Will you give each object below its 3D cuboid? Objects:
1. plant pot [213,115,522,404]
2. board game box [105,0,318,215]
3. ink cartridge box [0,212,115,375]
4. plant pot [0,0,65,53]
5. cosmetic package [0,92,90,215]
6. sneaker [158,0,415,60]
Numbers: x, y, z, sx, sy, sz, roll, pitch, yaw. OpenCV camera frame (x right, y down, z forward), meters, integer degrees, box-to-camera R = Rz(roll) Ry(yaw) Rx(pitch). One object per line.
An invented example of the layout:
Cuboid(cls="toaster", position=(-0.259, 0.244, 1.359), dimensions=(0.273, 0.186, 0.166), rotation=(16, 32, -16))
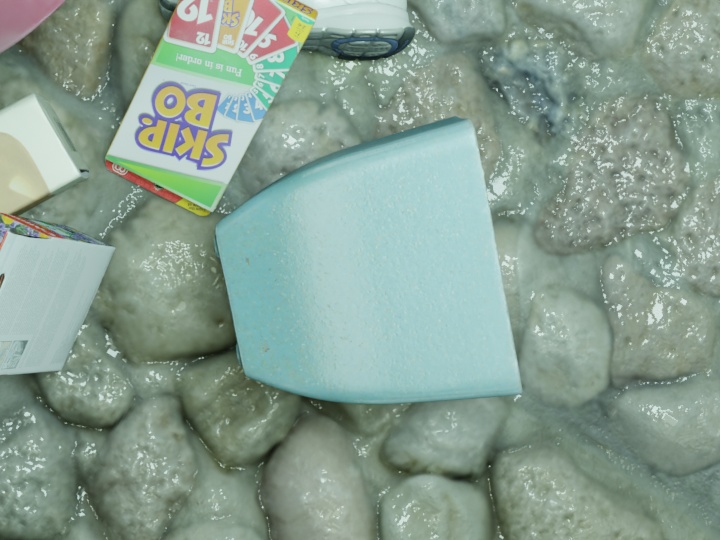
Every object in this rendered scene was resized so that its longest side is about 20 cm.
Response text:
Cuboid(cls="plant pot", position=(0.000, 0.000, 0.999), dimensions=(0.200, 0.196, 0.196), rotation=(-11, 97, 3))
Cuboid(cls="board game box", position=(-0.119, -0.133, 1.003), dimensions=(0.095, 0.030, 0.200), rotation=(27, 121, -9))
Cuboid(cls="ink cartridge box", position=(-0.251, 0.017, 0.950), dimensions=(0.050, 0.200, 0.109), rotation=(24, 91, 10))
Cuboid(cls="plant pot", position=(-0.290, -0.265, 0.891), dimensions=(0.200, 0.200, 0.179), rotation=(-44, 129, -2))
Cuboid(cls="cosmetic package", position=(-0.309, -0.053, 0.986), dimensions=(0.200, 0.105, 0.071), rotation=(-29, 97, -3))
Cuboid(cls="sneaker", position=(-0.058, -0.214, 1.035), dimensions=(0.200, 0.075, 0.087), rotation=(1, 78, -11))
